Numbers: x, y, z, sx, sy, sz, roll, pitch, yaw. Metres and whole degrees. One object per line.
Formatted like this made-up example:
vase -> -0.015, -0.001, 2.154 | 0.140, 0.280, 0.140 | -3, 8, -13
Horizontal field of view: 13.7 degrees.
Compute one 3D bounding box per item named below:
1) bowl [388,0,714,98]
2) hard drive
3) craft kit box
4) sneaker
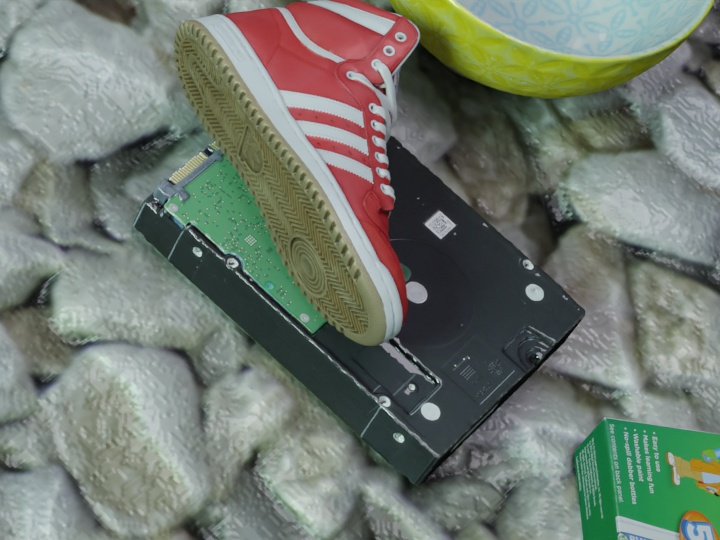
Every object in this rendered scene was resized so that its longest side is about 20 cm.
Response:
bowl -> 0.086, -0.164, 1.636 | 0.200, 0.108, 0.200 | 12, 53, -16
hard drive -> 0.000, 0.000, 1.531 | 0.200, 0.038, 0.140 | 42, 51, 7
craft kit box -> 0.212, 0.180, 1.499 | 0.197, 0.049, 0.200 | 10, 54, -21
sneaker -> -0.001, -0.059, 1.502 | 0.112, 0.071, 0.200 | -18, 64, -29
